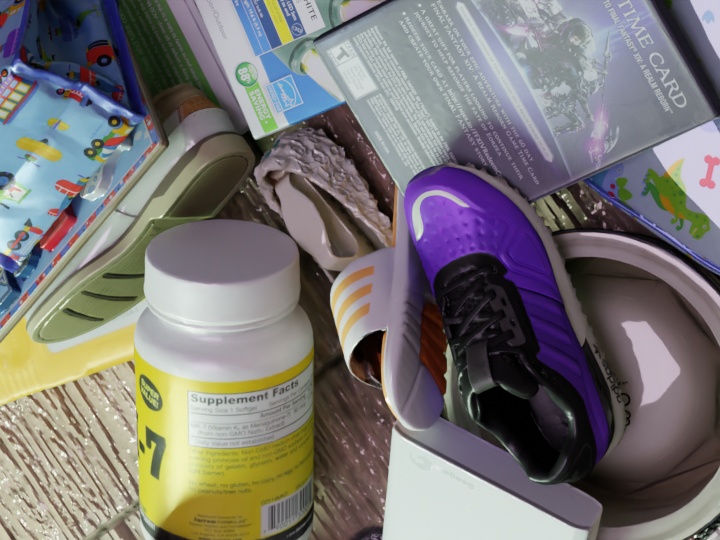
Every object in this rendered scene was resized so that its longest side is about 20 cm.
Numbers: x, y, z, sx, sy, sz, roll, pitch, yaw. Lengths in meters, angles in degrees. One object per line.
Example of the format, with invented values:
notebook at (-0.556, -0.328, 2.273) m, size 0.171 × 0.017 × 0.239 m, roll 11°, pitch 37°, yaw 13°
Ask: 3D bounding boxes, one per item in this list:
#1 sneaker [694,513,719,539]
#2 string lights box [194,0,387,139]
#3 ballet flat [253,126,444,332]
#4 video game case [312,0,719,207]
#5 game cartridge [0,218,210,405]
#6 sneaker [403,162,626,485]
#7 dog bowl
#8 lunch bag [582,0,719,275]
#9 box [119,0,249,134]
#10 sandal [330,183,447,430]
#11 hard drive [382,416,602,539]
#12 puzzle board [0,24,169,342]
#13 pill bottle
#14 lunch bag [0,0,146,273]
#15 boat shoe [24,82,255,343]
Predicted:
sneaker at (0.264, 0.148, 1.479) m, size 0.085 × 0.077 × 0.200 m, roll 46°, pitch 117°, yaw 0°
string lights box at (0.010, -0.163, 1.492) m, size 0.200 × 0.059 × 0.103 m, roll -22°, pitch 96°, yaw 27°
ballet flat at (0.000, 0.000, 1.569) m, size 0.072 × 0.072 × 0.200 m, roll -42°, pitch 84°, yaw 26°
video game case at (0.087, -0.111, 1.428) m, size 0.200 × 0.019 × 0.143 m, roll -25°, pitch 103°, yaw 31°
game cartridge at (-0.192, -0.019, 1.669) m, size 0.200 × 0.032 × 0.177 m, roll -20°, pitch 93°, yaw 25°
sneaker at (0.080, 0.034, 1.430) m, size 0.069 × 0.100 × 0.200 m, roll -28°, pitch 95°, yaw 32°
dog bowl at (0.153, 0.066, 1.510) m, size 0.200 × 0.074 × 0.201 m, roll 5°, pitch 104°, yaw 22°
lunch bag at (0.225, -0.103, 1.434) m, size 0.161 × 0.082 × 0.200 m, roll 34°, pitch 113°, yaw 15°
box at (-0.062, -0.175, 1.575) m, size 0.200 × 0.036 × 0.145 m, roll -27°, pitch 90°, yaw 25°
sandal at (0.015, 0.016, 1.499) m, size 0.059 × 0.207 × 0.079 m, roll -11°, pitch 133°, yaw 15°
hard drive at (0.075, 0.174, 1.535) m, size 0.132 × 0.026 × 0.200 m, roll 27°, pitch 146°, yaw 17°
puzzle board at (-0.204, -0.067, 1.594) m, size 0.200 × 0.017 × 0.151 m, roll -46°, pitch 48°, yaw 27°
pill bottle at (-0.085, 0.077, 1.578) m, size 0.114 × 0.114 × 0.200 m, roll 11°, pitch 117°, yaw 22°
lunch bag at (-0.219, -0.128, 1.565) m, size 0.094 × 0.200 × 0.151 m, roll 23°, pitch 126°, yaw -30°
boat shoe at (-0.149, -0.035, 1.597) m, size 0.200 × 0.075 × 0.068 m, roll -43°, pitch 65°, yaw 22°
